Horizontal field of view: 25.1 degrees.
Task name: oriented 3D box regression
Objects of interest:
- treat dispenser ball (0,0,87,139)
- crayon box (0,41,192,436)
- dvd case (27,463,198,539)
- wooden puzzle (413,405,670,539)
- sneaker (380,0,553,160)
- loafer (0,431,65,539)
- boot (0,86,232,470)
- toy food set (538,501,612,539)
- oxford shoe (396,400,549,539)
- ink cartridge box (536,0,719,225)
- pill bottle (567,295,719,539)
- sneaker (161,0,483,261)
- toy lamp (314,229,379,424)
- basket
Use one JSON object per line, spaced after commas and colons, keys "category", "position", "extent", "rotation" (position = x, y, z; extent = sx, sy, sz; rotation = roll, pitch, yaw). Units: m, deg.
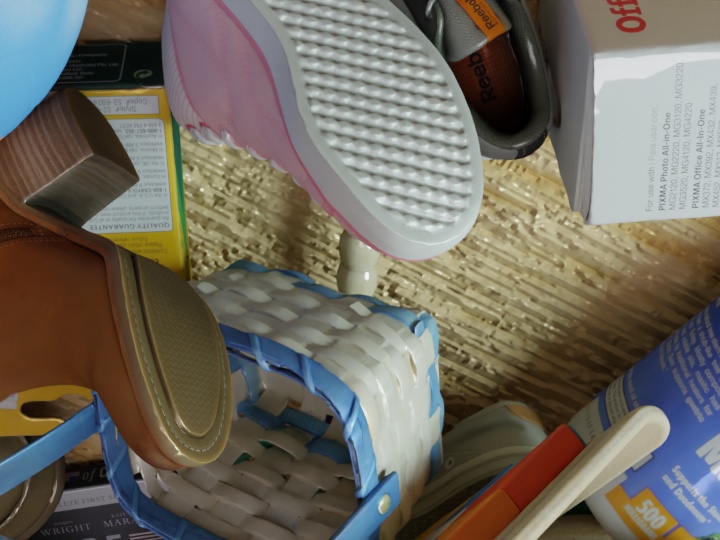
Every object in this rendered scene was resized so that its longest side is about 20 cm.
{"category": "treat dispenser ball", "position": [-0.204, -0.129, 0.627], "extent": [0.199, 0.201, 0.202], "rotation": [-1, 124, -2]}
{"category": "crayon box", "position": [-0.149, -0.012, 0.800], "extent": [0.125, 0.052, 0.201], "rotation": [-1, 123, -2]}
{"category": "dvd case", "position": [-0.144, 0.197, 0.957], "extent": [0.149, 0.025, 0.201], "rotation": [-9, 125, 2]}
{"category": "wooden puzzle", "position": [0.037, 0.140, 0.765], "extent": [0.037, 0.200, 0.185], "rotation": [53, 132, 9]}
{"category": "sneaker", "position": [0.031, -0.135, 0.691], "extent": [0.074, 0.079, 0.201], "rotation": [-32, 108, -5]}
{"category": "loafer", "position": [-0.252, 0.129, 0.865], "extent": [0.199, 0.077, 0.067], "rotation": [-21, 165, 11]}
{"category": "boot", "position": [-0.149, 0.033, 0.688], "extent": [0.155, 0.201, 0.077], "rotation": [-36, 153, 12]}
{"category": "toy food set", "position": [0.121, 0.211, 0.965], "extent": [0.197, 0.049, 0.200], "rotation": [26, 120, -18]}
{"category": "oxford shoe", "position": [0.033, 0.129, 0.905], "extent": [0.199, 0.058, 0.075], "rotation": [-31, 128, 34]}
{"category": "ink cartridge box", "position": [0.182, -0.097, 0.701], "extent": [0.198, 0.146, 0.084], "rotation": [-4, 125, -1]}
{"category": "pill bottle", "position": [0.211, 0.064, 0.832], "extent": [0.112, 0.112, 0.200], "rotation": [36, 116, -24]}
{"category": "sneaker", "position": [-0.023, -0.070, 0.691], "extent": [0.075, 0.201, 0.105], "rotation": [-24, 157, -28]}
{"category": "toy lamp", "position": [0.000, 0.000, 0.812], "extent": [0.058, 0.058, 0.201], "rotation": [3, 125, -4]}
{"category": "basket", "position": [-0.059, 0.088, 0.727], "extent": [0.176, 0.200, 0.140], "rotation": [18, 123, 34]}
